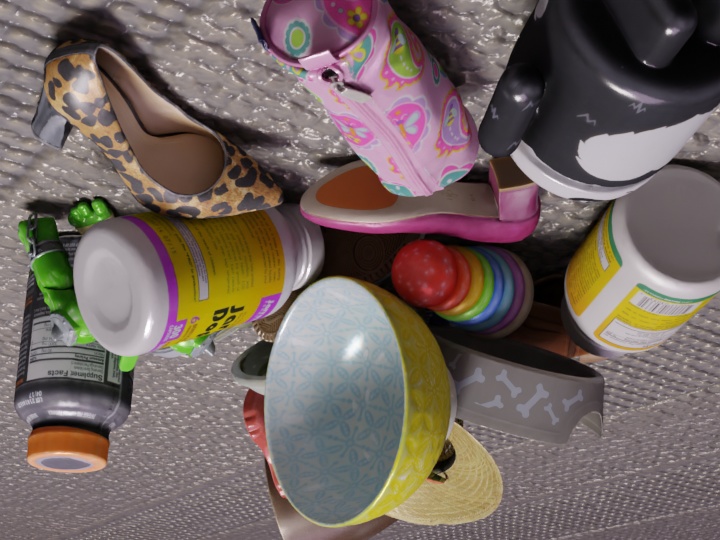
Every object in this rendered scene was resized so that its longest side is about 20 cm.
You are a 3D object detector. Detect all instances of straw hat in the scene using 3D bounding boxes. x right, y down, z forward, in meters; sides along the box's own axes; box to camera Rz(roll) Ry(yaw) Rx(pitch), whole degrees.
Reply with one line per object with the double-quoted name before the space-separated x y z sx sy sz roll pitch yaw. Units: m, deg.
"straw hat" 0.056 0.155 1.142 0.199 0.085 0.203 16 138 15

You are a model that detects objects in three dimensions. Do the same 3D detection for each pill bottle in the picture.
"pill bottle" -0.258 0.079 1.076 0.105 0.203 0.106 1 157 0
"pill bottle" 0.239 0.003 1.008 0.111 0.114 0.200 3 156 -7
"pill bottle" -0.121 -0.003 0.943 0.199 0.105 0.104 -16 174 -45

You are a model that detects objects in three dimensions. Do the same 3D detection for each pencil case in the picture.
"pencil case" 0.010 -0.119 0.764 0.086 0.089 0.200 -9 156 21

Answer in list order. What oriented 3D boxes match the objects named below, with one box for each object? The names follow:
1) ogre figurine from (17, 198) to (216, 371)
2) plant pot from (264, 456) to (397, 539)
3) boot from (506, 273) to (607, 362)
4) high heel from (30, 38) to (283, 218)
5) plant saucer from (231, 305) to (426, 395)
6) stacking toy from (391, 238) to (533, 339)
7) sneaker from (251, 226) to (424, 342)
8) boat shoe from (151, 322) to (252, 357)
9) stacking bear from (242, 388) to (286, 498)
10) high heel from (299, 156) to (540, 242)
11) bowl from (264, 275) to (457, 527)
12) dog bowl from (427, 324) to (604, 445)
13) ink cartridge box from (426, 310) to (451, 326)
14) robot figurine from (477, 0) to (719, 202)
"ogre figurine" -0.192 0.015 1.022 0.199 0.121 0.098 21 138 -37
"plant pot" -0.010 0.299 1.652 0.198 0.189 0.187 -19 154 7
"boot" 0.171 0.060 1.193 0.198 0.074 0.155 -18 154 4
"high heel" -0.130 -0.095 0.830 0.198 0.072 0.142 19 159 -17
"plant saucer" -0.026 0.086 1.145 0.197 0.051 0.200 -16 -168 3
"stacking toy" 0.081 0.008 1.008 0.084 0.087 0.199 -11 167 24
"sneaker" 0.000 0.000 1.065 0.199 0.071 0.108 -35 159 30
"boat shoe" -0.139 0.042 1.157 0.062 0.073 0.199 20 148 -40
"stacking bear" -0.006 0.141 1.238 0.198 0.114 0.123 -19 114 13
"high heel" 0.050 -0.045 0.960 0.197 0.068 0.096 -11 147 -7
"bowl" 0.016 0.109 0.974 0.107 0.203 0.199 7 157 -36
"dog bowl" 0.132 0.101 1.080 0.197 0.059 0.200 15 -174 -1
"ink cartridge box" 0.008 0.100 1.326 0.193 0.044 0.200 -3 157 4
"robot figurine" 0.155 -0.121 0.703 0.148 0.126 0.200 16 155 -5
